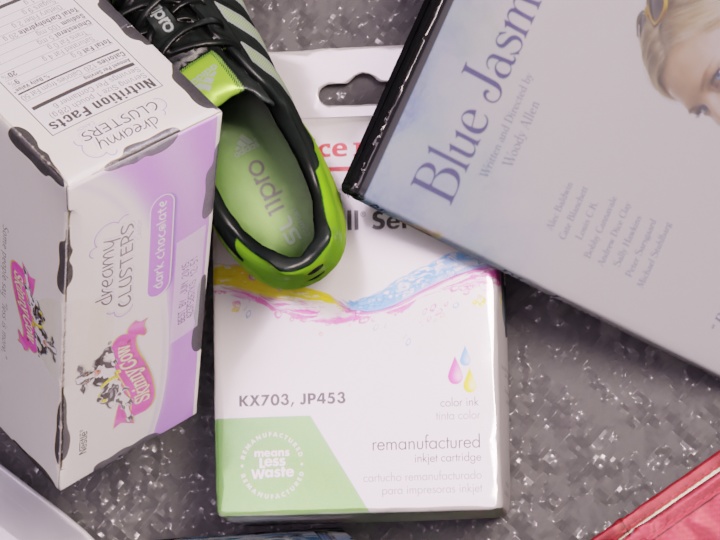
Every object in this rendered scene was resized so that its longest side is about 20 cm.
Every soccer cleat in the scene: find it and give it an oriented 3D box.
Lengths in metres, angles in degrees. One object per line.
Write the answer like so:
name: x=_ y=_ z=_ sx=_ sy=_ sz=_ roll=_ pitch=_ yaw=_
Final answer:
soccer cleat: x=-0.066 y=-0.082 z=0.997 sx=0.067 sy=0.081 sz=0.200 roll=-34 pitch=92 yaw=-4

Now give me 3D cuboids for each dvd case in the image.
dvd case: x=0.105 y=-0.055 z=1.040 sx=0.199 sy=0.018 sz=0.143 roll=25 pitch=88 yaw=-22

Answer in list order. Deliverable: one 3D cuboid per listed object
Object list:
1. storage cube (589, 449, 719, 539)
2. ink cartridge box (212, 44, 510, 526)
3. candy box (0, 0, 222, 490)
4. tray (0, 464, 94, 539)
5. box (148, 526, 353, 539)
storage cube: x=0.147 y=0.166 z=0.968 sx=0.171 sy=0.200 sz=0.180 roll=-35 pitch=85 yaw=0
ink cartridge box: x=0.000 y=0.000 z=1.072 sx=0.117 sy=0.067 sz=0.201 roll=-3 pitch=81 yaw=6
candy box: x=-0.143 y=-0.045 z=1.016 sx=0.071 sy=0.168 sz=0.200 roll=-28 pitch=56 yaw=-30
tray: x=-0.215 y=0.099 z=1.105 sx=0.200 sy=0.022 sz=0.108 roll=35 pitch=86 yaw=10
box: x=-0.099 y=0.128 z=1.012 sx=0.199 sy=0.137 sz=0.040 roll=-4 pitch=88 yaw=-4
